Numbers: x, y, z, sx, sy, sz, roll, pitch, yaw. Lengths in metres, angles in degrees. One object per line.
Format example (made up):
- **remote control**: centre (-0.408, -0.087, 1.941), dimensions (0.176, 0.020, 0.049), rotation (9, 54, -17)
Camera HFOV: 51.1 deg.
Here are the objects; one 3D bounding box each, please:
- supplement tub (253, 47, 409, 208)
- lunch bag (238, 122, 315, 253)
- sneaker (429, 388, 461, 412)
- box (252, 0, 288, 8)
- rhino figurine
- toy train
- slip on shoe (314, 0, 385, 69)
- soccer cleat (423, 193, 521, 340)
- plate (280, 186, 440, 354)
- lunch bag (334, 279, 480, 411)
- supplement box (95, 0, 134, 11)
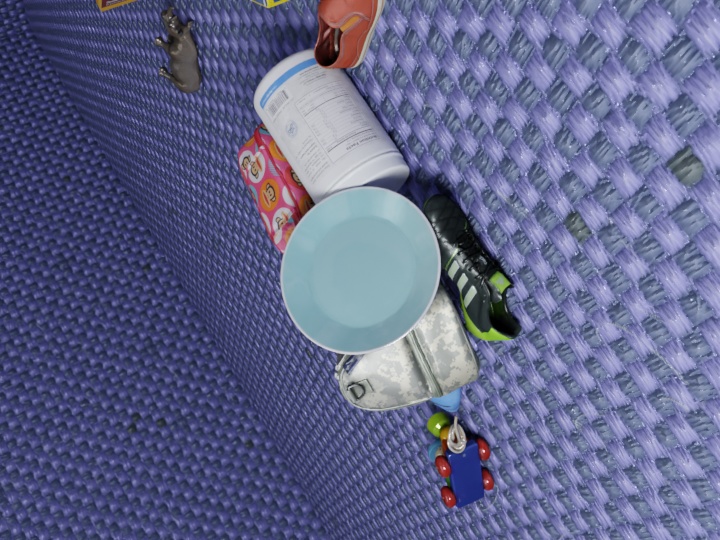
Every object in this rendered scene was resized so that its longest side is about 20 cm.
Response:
- **supplement tub**: centre (-0.040, -0.176, 0.990), dimensions (0.201, 0.131, 0.132), rotation (57, 157, 12)
- **lunch bag**: centre (-0.069, -0.114, 1.083), dimensions (0.082, 0.175, 0.201), rotation (-43, 65, 37)
- **sneaker**: centre (0.085, 0.158, 1.186), dimensions (0.200, 0.066, 0.079), rotation (33, 148, 50)
- **box**: centre (-0.156, -0.426, 1.044), dimensions (0.200, 0.064, 0.071), rotation (38, 148, 44)
- **rhino figurine**: centre (-0.352, -0.430, 1.470), dimensions (0.087, 0.060, 0.201), rotation (33, 148, 16)
- **toy train**: centre (0.141, 0.263, 1.179), dimensions (0.116, 0.084, 0.202), rotation (-126, 20, -55)
- **slip on shoe**: centre (-0.016, -0.309, 0.878), dimensions (0.074, 0.061, 0.200), rotation (56, 156, 18)
- **soccer cleat**: centre (0.137, -0.003, 0.901), dimensions (0.081, 0.067, 0.201), rotation (4, 126, 53)
- **plate**: centre (0.000, 0.000, 0.889), dimensions (0.201, 0.200, 0.026), rotation (52, -174, 23)
- **lunch bag**: centre (0.047, 0.088, 0.971), dimensions (0.140, 0.167, 0.200), rotation (63, -176, -16)
- **supplement box**: centre (-0.456, -0.627, 1.379), dimensions (0.201, 0.132, 0.197), rotation (63, 158, -1)
